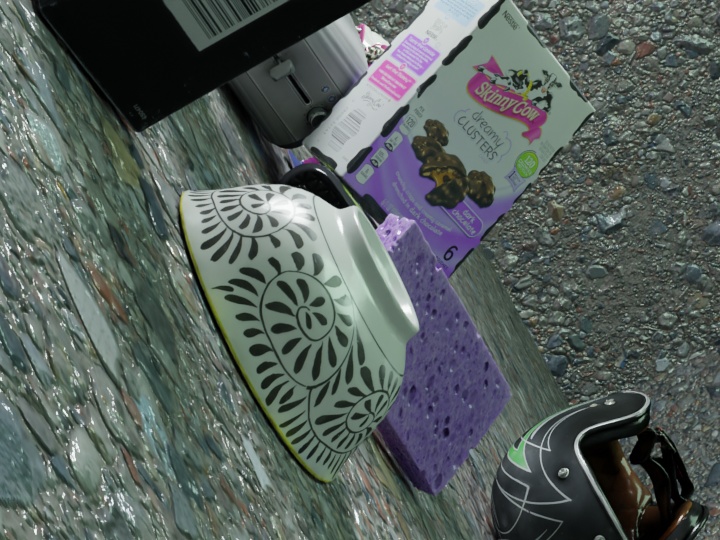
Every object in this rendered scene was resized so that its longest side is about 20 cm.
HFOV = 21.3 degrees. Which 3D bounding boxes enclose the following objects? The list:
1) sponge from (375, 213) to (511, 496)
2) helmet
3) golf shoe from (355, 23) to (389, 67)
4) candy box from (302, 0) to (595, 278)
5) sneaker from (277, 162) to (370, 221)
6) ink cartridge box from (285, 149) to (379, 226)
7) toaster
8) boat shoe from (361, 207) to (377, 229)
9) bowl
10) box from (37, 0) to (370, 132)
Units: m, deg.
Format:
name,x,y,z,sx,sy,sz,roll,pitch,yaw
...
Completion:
name,x,y,z,sx,sy,sz,roll,pitch,yaw
sponge,0.041,0.067,1.453,0.030,0.112,0.201,14,-35,44
helmet,0.218,0.225,1.829,0.200,0.190,0.201,38,-33,30
golf shoe,0.022,-0.164,1.704,0.091,0.076,0.200,27,11,-17
candy box,0.077,-0.120,1.593,0.168,0.200,0.071,43,-2,-43
sneaker,0.000,0.000,1.529,0.202,0.071,0.083,64,6,10
ink cartridge box,0.009,-0.009,1.770,0.198,0.043,0.200,66,6,20
toaster,-0.074,-0.211,1.605,0.129,0.113,0.201,52,14,-48
boat shoe,0.016,0.024,1.613,0.201,0.073,0.067,52,8,20
bowl,-0.024,0.019,1.180,0.202,0.094,0.201,61,7,-13
box,-0.093,-0.224,1.129,0.123,0.199,0.199,54,11,-48
